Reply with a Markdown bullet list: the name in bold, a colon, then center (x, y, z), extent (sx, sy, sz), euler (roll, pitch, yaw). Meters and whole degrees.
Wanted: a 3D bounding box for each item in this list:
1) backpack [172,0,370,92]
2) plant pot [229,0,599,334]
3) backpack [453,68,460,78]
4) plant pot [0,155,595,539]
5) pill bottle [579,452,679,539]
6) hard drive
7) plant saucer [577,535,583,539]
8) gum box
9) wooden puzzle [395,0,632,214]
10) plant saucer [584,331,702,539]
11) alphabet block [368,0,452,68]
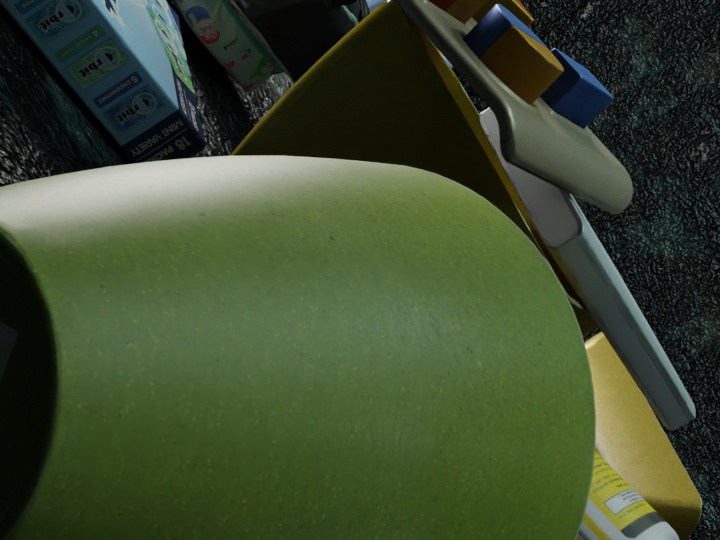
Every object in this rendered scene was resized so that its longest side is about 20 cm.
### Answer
- **backpack**: center (-0.087, -0.260, 1.287), extent (0.178, 0.150, 0.200), euler (46, 23, -65)
- **plant pot**: center (0.014, -0.016, 0.952), extent (0.200, 0.176, 0.200), euler (62, 9, 12)
- **backpack**: center (0.116, -0.450, 2.955), extent (0.200, 0.183, 0.147), euler (61, 8, -24)
- **plant pot**: center (-0.056, 0.044, 0.458), extent (0.200, 0.187, 0.187), euler (13, 45, -57)
- **pill bottle**: center (0.114, 0.155, 1.078), extent (0.200, 0.112, 0.112), euler (46, 3, 24)
- **hard drive**: center (0.143, -0.001, 0.966), extent (0.200, 0.026, 0.132), euler (52, 12, -43)
- **plant saucer**: center (0.083, 0.176, 0.852), extent (0.200, 0.035, 0.200), euler (26, 26, -14)
- **gum box**: center (-0.168, -0.171, 0.887), extent (0.200, 0.044, 0.170), euler (52, 11, -35)
- **wooden puzzle**: center (0.079, -0.133, 0.893), extent (0.200, 0.046, 0.185), euler (57, 19, 24)
- **plant saucer**: center (0.164, 0.180, 1.237), extent (0.048, 0.200, 0.200), euler (10, 36, -28)
- **alphabet block**: center (0.061, -0.430, 2.550), extent (0.197, 0.195, 0.200), euler (55, 9, -34)
